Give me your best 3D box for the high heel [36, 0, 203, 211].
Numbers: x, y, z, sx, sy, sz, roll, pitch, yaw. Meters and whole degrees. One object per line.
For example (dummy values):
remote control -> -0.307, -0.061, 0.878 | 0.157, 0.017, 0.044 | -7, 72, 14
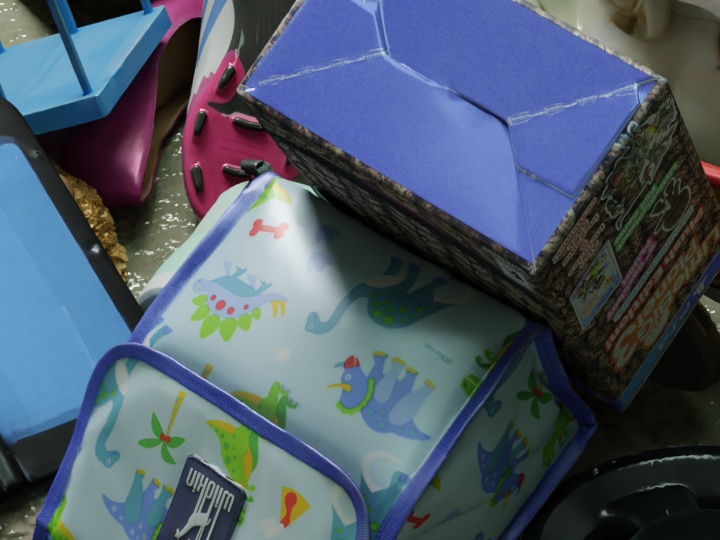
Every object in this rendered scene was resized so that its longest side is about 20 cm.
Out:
high heel -> -0.098, -0.097, 1.504 | 0.096, 0.068, 0.200 | 21, 51, 33

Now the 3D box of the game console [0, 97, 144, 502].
game console -> -0.182, -0.005, 1.254 | 0.116, 0.176, 0.200 | -32, 74, -5

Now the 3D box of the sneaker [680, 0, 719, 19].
sneaker -> 0.162, -0.164, 1.392 | 0.087, 0.075, 0.200 | -12, 33, -27

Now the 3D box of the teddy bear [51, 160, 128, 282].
teddy bear -> -0.211, -0.003, 1.360 | 0.199, 0.067, 0.145 | -12, 38, -17

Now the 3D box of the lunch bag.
lunch bag -> -0.027, 0.083, 1.180 | 0.170, 0.128, 0.200 | 31, 76, 33

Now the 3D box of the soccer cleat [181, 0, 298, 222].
soccer cleat -> -0.057, -0.112, 1.480 | 0.069, 0.201, 0.086 | 7, -11, -4

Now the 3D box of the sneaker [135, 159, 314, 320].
sneaker -> 0.000, 0.000, 1.348 | 0.199, 0.074, 0.118 | 9, 41, 17

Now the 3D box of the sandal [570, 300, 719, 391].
sandal -> 0.092, 0.021, 1.327 | 0.199, 0.082, 0.055 | 23, 60, 33

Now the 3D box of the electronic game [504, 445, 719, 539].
electronic game -> 0.152, 0.135, 1.184 | 0.199, 0.042, 0.200 | -4, 27, 2

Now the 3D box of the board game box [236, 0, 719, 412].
board game box -> 0.060, -0.043, 1.181 | 0.159, 0.200, 0.097 | 32, 82, 24

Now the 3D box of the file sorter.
file sorter -> -0.226, -0.136, 1.437 | 0.199, 0.123, 0.139 | -13, 22, 17

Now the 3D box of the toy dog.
toy dog -> 0.139, -0.100, 1.452 | 0.199, 0.140, 0.194 | -5, 44, -9

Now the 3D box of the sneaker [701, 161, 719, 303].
sneaker -> 0.130, -0.038, 1.322 | 0.199, 0.077, 0.085 | 13, -10, 28
